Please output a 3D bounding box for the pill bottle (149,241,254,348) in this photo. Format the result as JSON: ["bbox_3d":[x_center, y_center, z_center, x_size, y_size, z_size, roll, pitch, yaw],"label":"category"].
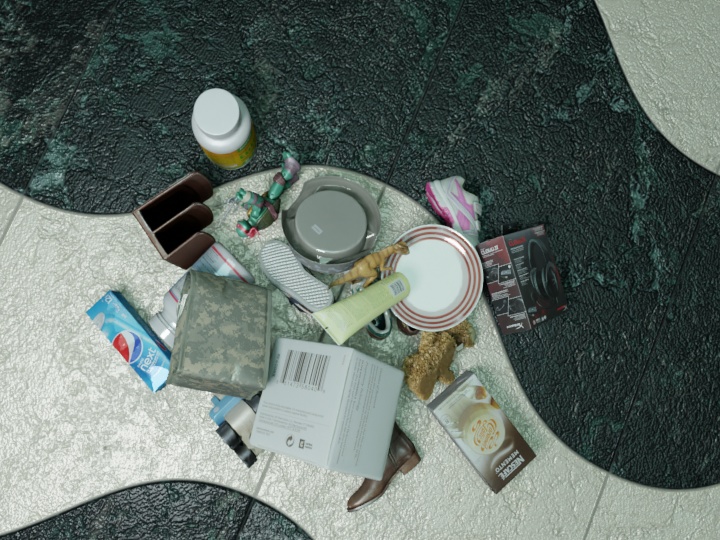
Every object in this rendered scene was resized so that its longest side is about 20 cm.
[{"bbox_3d":[-0.304,0.052,1.245,0.109,0.109,0.200,44,84,0],"label":"pill bottle"}]

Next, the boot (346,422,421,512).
[{"bbox_3d":[-0.001,0.335,1.269,0.185,0.064,0.202,-34,92,-20],"label":"boot"}]

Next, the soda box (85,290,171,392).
[{"bbox_3d":[-0.430,0.135,1.248,0.064,0.068,0.201,-41,90,-7],"label":"soda box"}]

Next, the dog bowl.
[{"bbox_3d":[-0.058,-0.085,1.269,0.194,0.059,0.205,3,60,-4],"label":"dog bowl"}]

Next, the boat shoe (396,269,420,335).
[{"bbox_3d":[0.104,0.027,1.301,0.068,0.070,0.206,-2,84,-4],"label":"boat shoe"}]

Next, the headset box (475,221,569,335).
[{"bbox_3d":[0.318,0.006,1.284,0.147,0.076,0.205,-13,87,-42],"label":"headset box"}]

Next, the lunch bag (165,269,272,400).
[{"bbox_3d":[-0.245,0.108,1.155,0.160,0.117,0.205,15,63,-23],"label":"lunch bag"}]

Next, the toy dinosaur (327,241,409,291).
[{"bbox_3d":[0.000,0.000,1.202,0.198,0.107,0.061,-32,63,-24],"label":"toy dinosaur"}]

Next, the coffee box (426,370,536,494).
[{"bbox_3d":[0.237,0.314,1.282,0.114,0.080,0.201,-39,89,-6],"label":"coffee box"}]

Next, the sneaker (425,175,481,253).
[{"bbox_3d":[0.213,-0.106,1.315,0.087,0.081,0.203,-28,89,-5],"label":"sneaker"}]

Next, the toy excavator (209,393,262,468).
[{"bbox_3d":[-0.259,0.249,1.241,0.100,0.198,0.197,-42,129,-19],"label":"toy excavator"}]

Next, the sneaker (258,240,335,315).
[{"bbox_3d":[-0.125,0.026,1.284,0.078,0.080,0.200,-41,65,-12],"label":"sneaker"}]

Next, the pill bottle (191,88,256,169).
[{"bbox_3d":[-0.257,-0.267,1.229,0.108,0.200,0.115,0,85,-4],"label":"pill bottle"}]

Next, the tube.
[{"bbox_3d":[0.007,0.063,1.167,0.198,0.057,0.053,-29,110,-38],"label":"tube"}]

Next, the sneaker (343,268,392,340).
[{"bbox_3d":[0.017,0.039,1.280,0.069,0.093,0.204,-20,87,-6],"label":"sneaker"}]

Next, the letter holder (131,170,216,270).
[{"bbox_3d":[-0.314,-0.091,1.210,0.141,0.200,0.102,-36,89,-7],"label":"letter holder"}]

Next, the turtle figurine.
[{"bbox_3d":[-0.197,-0.133,1.258,0.101,0.149,0.201,46,73,-16],"label":"turtle figurine"}]

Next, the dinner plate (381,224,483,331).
[{"bbox_3d":[0.137,0.014,1.251,0.194,0.024,0.206,-1,84,5],"label":"dinner plate"}]

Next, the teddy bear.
[{"bbox_3d":[0.154,0.157,1.283,0.145,0.066,0.203,42,76,-42],"label":"teddy bear"}]

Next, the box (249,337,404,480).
[{"bbox_3d":[-0.058,0.245,1.168,0.195,0.170,0.205,2,72,39],"label":"box"}]
